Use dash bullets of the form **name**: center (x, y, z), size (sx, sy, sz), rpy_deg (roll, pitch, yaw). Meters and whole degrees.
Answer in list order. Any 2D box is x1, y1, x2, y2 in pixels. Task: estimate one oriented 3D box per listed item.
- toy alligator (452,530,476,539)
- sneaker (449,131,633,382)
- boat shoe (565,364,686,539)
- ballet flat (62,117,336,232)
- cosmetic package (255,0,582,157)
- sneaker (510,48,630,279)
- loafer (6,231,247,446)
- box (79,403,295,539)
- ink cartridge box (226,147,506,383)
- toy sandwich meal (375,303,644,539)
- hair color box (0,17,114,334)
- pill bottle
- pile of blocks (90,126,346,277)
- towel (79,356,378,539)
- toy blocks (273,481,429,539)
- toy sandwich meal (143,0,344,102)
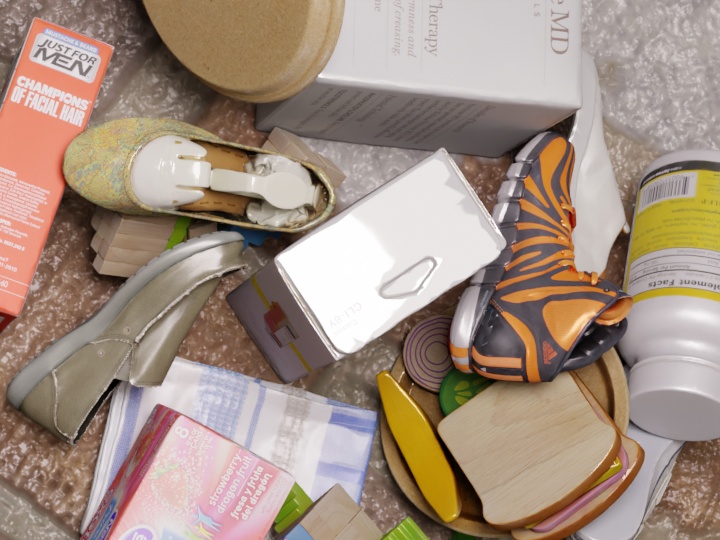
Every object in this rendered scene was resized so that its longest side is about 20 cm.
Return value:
- **toy alligator**: center (0.075, 0.280, 1.459), size (0.059, 0.054, 0.200), rpy_deg (8, 79, -14)
- **sneaker**: center (0.146, -0.004, 1.434), size (0.112, 0.078, 0.200), rpy_deg (10, 65, 23)
- **boat shoe**: center (0.202, 0.146, 1.511), size (0.071, 0.070, 0.200), rpy_deg (20, 50, 9)
- **ballet flat**: center (-0.102, -0.063, 1.379), size (0.200, 0.071, 0.071), rpy_deg (10, 78, -34)
- **cosmetic package**: center (0.040, -0.187, 1.470), size (0.200, 0.166, 0.168), rpy_deg (4, 79, -16)
- **sneaker**: center (0.165, -0.069, 1.546), size (0.085, 0.073, 0.200), rpy_deg (16, 74, -36)
- **loafer**: center (-0.151, 0.048, 1.406), size (0.200, 0.075, 0.070), rpy_deg (-39, 84, 7)
- **box**: center (-0.139, 0.201, 1.371), size (0.095, 0.103, 0.200), rpy_deg (30, 84, -13)
- **ink cartridge box**: center (0.000, 0.000, 1.405), size (0.145, 0.200, 0.083), rpy_deg (-34, 91, -15)
- **toy sandwich meal**: center (0.101, 0.102, 1.445), size (0.205, 0.070, 0.205), rpy_deg (-6, 68, 15)
- **hair color box**: center (-0.237, -0.062, 1.400), size (0.064, 0.111, 0.200), rpy_deg (19, 77, -13)
- **pill bottle**: center (0.248, 0.020, 1.499), size (0.111, 0.111, 0.200), rpy_deg (20, 61, -12)
- **pile of blocks**: center (-0.112, -0.050, 1.469), size (0.200, 0.082, 0.062), rpy_deg (-17, 42, -27)
- **towel**: center (-0.092, 0.144, 1.452), size (0.200, 0.024, 0.147), rpy_deg (16, 78, -13)
- **toy blocks**: center (-0.006, 0.238, 1.371), size (0.100, 0.137, 0.200), rpy_deg (-41, 88, 26)
- **toy sandwich meal**: center (-0.073, -0.214, 1.354), size (0.070, 0.205, 0.205), rpy_deg (-27, 88, -45)
